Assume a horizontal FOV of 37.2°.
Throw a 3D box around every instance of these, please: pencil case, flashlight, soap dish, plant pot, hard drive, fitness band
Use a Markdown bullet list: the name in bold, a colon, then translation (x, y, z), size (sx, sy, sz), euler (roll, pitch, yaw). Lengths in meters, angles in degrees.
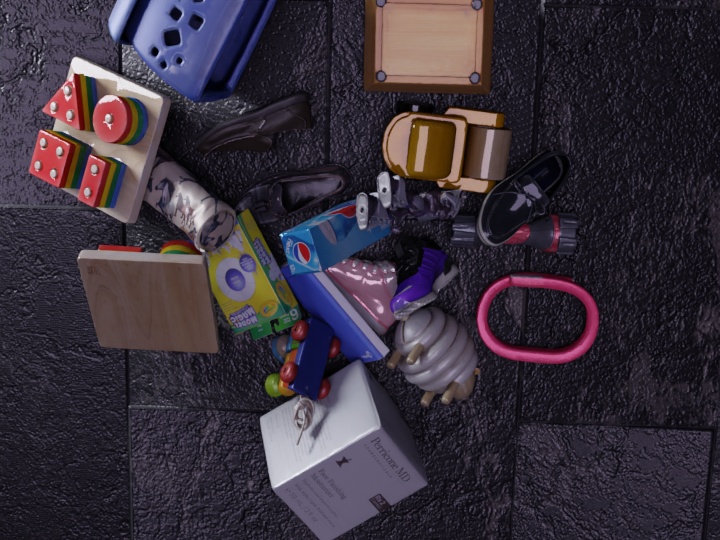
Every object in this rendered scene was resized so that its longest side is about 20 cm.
- **pencil case**: translation (-0.280, -0.108, 1.654), size (0.199, 0.078, 0.090), euler (38, 100, 23)
- **flashlight**: translation (0.240, -0.061, 1.686), size (0.197, 0.068, 0.068), euler (3, 124, -2)
- **soap dish**: translation (0.103, -0.349, 1.624), size (0.197, 0.081, 0.160), euler (2, 103, 3)
- **plant pot**: translation (-0.248, -0.380, 1.576), size (0.178, 0.200, 0.201), euler (30, 103, 1)
- **hard drive**: translation (-0.048, 0.063, 1.699), size (0.025, 0.132, 0.200), euler (-43, 99, -21)
- **fitness band**: translation (0.286, 0.077, 1.737), size (0.197, 0.037, 0.146), euler (6, 105, 2)

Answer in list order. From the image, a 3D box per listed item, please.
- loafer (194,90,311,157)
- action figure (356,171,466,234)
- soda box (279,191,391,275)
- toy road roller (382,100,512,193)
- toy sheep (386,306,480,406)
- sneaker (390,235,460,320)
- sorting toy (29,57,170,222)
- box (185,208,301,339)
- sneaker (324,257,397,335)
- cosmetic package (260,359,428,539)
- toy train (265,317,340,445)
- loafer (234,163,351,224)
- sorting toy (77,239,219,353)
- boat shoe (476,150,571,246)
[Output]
- **loafer**: translation (-0.164, -0.214, 1.667), size (0.198, 0.073, 0.072), euler (-21, 99, 6)
- **action figure**: translation (0.077, -0.095, 1.620), size (0.129, 0.199, 0.070), euler (-25, 72, 36)
- **soda box**: translation (-0.031, -0.059, 1.634), size (0.064, 0.199, 0.069), euler (-8, 105, 39)
- **toy road roller**: translation (0.131, -0.184, 1.626), size (0.197, 0.146, 0.125), euler (7, 103, 1)
- **toy sheep**: translation (0.114, 0.128, 1.703), size (0.137, 0.138, 0.201), euler (-35, 113, 9)
- **sneaker**: translation (0.078, 0.002, 1.652), size (0.069, 0.200, 0.100), euler (-31, 94, 29)
- **sorting toy**: translation (-0.408, -0.202, 1.631), size (0.199, 0.069, 0.201), euler (26, 104, 27)
- **box**: translation (-0.184, 0.016, 1.713), size (0.116, 0.048, 0.202), euler (-22, 103, 32)
- **sneaker**: translation (0.000, 0.000, 1.710), size (0.105, 0.075, 0.200), euler (-44, 100, 8)
- **cosmetic package**: translation (-0.028, 0.286, 1.702), size (0.199, 0.166, 0.165), euler (-31, 126, 9)
- **toy train**: translation (-0.111, 0.182, 1.692), size (0.084, 0.115, 0.202), euler (29, 62, -30)
- **loafer**: translation (-0.111, -0.122, 1.691), size (0.198, 0.063, 0.073), euler (-18, 101, 6)
- **sorting toy**: translation (-0.325, 0.034, 1.694), size (0.196, 0.070, 0.202), euler (3, 134, 4)
- **boat shoe**: translation (0.251, -0.115, 1.636), size (0.200, 0.062, 0.075), euler (-43, 102, -20)
